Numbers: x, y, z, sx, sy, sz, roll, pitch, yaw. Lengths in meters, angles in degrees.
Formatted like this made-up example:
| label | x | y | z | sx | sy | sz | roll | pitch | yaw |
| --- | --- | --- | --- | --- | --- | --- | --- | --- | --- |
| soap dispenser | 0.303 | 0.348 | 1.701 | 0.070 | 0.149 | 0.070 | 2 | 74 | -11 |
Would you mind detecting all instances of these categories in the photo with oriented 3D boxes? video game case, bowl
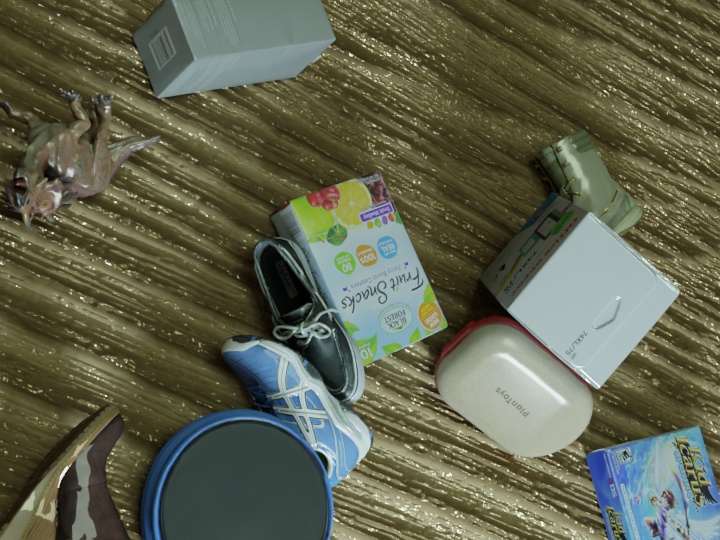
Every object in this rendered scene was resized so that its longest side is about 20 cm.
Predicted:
| label | x | y | z | sx | sy | sz | roll | pitch | yaw |
| --- | --- | --- | --- | --- | --- | --- | --- | --- | --- |
| video game case | 0.388 | 0.311 | 1.632 | 0.179 | 0.045 | 0.203 | -6 | 76 | -37 |
| bowl | -0.118 | 0.239 | 1.280 | 0.198 | 0.039 | 0.204 | 3 | 81 | -22 |

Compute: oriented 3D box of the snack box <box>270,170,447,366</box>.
| label | x | y | z | sx | sy | sz | roll | pitch | yaw |
| --- | --- | --- | --- | --- | --- | --- | --- | --- | --- |
| snack box | 0.000 | 0.000 | 1.476 | 0.141 | 0.053 | 0.202 | -21 | 86 | -37 |

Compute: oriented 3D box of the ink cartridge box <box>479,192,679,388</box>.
| label | x | y | z | sx | sy | sz | roll | pitch | yaw |
| --- | --- | --- | --- | --- | --- | --- | --- | --- | --- |
| ink cartridge box | 0.252 | 0.018 | 1.517 | 0.146 | 0.200 | 0.147 | 40 | 94 | -9 |

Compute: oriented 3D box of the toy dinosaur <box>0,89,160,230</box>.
| label | x | y | z | sx | sy | sz | roll | pitch | yaw |
| --- | --- | --- | --- | --- | --- | --- | --- | --- | --- |
| toy dinosaur | -0.293 | -0.105 | 1.301 | 0.199 | 0.085 | 0.138 | 0 | 82 | -52 |

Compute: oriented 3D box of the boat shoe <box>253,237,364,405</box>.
| label | x | y | z | sx | sy | sz | roll | pitch | yaw |
| --- | --- | --- | --- | --- | --- | --- | --- | --- | --- |
| boat shoe | -0.059 | 0.055 | 1.388 | 0.068 | 0.073 | 0.202 | 8 | 60 | -77 |

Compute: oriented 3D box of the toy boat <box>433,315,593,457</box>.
| label | x | y | z | sx | sy | sz | roll | pitch | yaw |
| --- | --- | --- | --- | --- | --- | --- | --- | --- | --- |
| toy boat | 0.184 | 0.124 | 1.532 | 0.199 | 0.130 | 0.131 | 39 | 26 | -17 |

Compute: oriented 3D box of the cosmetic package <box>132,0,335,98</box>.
| label | x | y | z | sx | sy | sz | roll | pitch | yaw |
| --- | --- | --- | --- | --- | --- | --- | --- | --- | --- |
| cosmetic package | -0.139 | -0.262 | 1.446 | 0.198 | 0.106 | 0.091 | -19 | 83 | -39 |

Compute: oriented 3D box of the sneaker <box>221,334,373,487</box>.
| label | x | y | z | sx | sy | sz | roll | pitch | yaw |
| --- | --- | --- | --- | --- | --- | --- | --- | --- | --- |
| sneaker | -0.072 | 0.146 | 1.356 | 0.200 | 0.076 | 0.077 | 43 | 58 | -12 |

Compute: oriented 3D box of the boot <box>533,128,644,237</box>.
| label | x | y | z | sx | sy | sz | roll | pitch | yaw |
| --- | --- | --- | --- | --- | --- | --- | --- | --- | --- |
| boot | 0.275 | -0.089 | 1.691 | 0.199 | 0.072 | 0.156 | -35 | 92 | -39 |

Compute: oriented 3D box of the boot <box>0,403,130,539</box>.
| label | x | y | z | sx | sy | sz | roll | pitch | yaw |
| --- | --- | --- | --- | --- | --- | --- | --- | --- | --- |
| boot | -0.242 | 0.247 | 1.208 | 0.166 | 0.072 | 0.201 | 42 | 61 | -15 |
